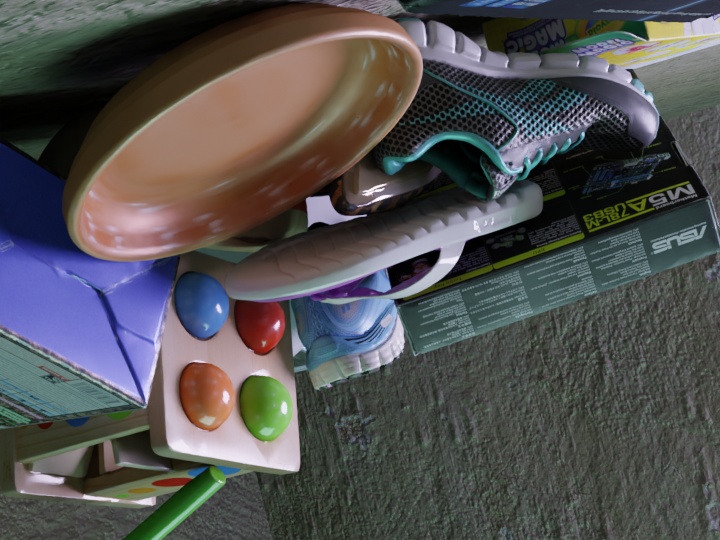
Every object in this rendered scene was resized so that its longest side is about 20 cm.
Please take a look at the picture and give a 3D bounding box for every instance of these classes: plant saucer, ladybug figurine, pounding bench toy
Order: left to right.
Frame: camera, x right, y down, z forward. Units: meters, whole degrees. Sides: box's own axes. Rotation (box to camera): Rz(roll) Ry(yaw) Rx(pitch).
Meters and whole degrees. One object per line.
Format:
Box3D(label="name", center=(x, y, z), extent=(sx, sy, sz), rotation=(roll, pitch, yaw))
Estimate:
Box3D(label="pounding bench toy", center=(-0.122, 0.103, 0.998), extent=(0.155, 0.201, 0.124), rotation=(-17, 159, 33))
Box3D(label="ladybug figurine", center=(-0.107, -0.056, 0.982), extent=(0.135, 0.072, 0.200), rotation=(16, -175, 36))
Box3D(label="plant saucer", center=(-0.063, -0.073, 0.830), extent=(0.199, 0.038, 0.200), rotation=(-26, 163, -9))

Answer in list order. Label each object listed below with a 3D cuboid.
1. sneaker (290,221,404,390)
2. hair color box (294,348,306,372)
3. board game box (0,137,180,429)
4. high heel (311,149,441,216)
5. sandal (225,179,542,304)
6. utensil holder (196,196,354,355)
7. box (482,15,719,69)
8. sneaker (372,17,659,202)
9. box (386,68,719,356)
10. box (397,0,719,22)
Box3D(label="sneaker", center=(0.000, 0.000, 1.099), extent=(0.078, 0.090, 0.200), rotation=(-20, -165, 16))
Box3D(label="hair color box", center=(-0.068, -0.014, 1.386), extent=(0.099, 0.201, 0.061), rotation=(-14, 150, 37))
Box3D(label="board game box", center=(-0.230, 0.014, 0.906), extent=(0.199, 0.097, 0.159), rotation=(-11, 148, 38))
Box3D(label="high heel", center=(-0.015, -0.054, 1.017), extent=(0.142, 0.071, 0.200), rotation=(-40, -168, 31))
Box3D(label="sandal", center=(0.021, -0.006, 0.951), extent=(0.202, 0.050, 0.082), rotation=(-18, -164, -18))
Box3D(label="utensil holder", center=(-0.092, -0.005, 1.190), extent=(0.169, 0.171, 0.200), rotation=(-14, -168, 22))
Box3D(label="box", center=(0.166, -0.155, 1.040), extent=(0.117, 0.049, 0.200), rotation=(-13, -177, 40))
Box3D(label="sneaker", center=(0.085, -0.080, 0.956), extent=(0.199, 0.092, 0.078), rotation=(7, 159, -21))
Box3D(label="box", center=(0.109, -0.043, 1.044), extent=(0.199, 0.048, 0.193), rotation=(-19, -147, 4))
Box3D(label="box", center=(0.110, -0.120, 0.368), extent=(0.163, 0.087, 0.200), rotation=(-15, 179, 29))
